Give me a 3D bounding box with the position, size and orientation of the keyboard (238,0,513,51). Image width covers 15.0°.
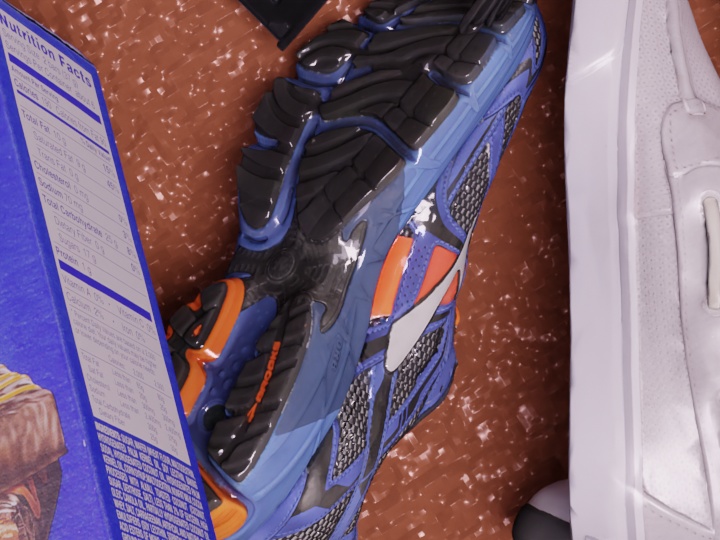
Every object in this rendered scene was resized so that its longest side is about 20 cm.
[{"bbox_3d":[0.018,-0.127,0.757,0.127,0.200,0.021,45,48,0],"label":"keyboard"}]

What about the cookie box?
[{"bbox_3d":[-0.139,0.047,0.744,0.170,0.075,0.201,-23,65,14],"label":"cookie box"}]

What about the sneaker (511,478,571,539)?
[{"bbox_3d":[0.151,0.054,0.850,0.200,0.067,0.109,9,94,-8],"label":"sneaker"}]

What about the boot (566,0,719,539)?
[{"bbox_3d":[0.109,-0.013,0.796,0.095,0.074,0.201,-1,81,8],"label":"boot"}]

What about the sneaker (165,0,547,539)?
[{"bbox_3d":[0.000,0.000,0.814,0.078,0.075,0.201,44,71,-45],"label":"sneaker"}]
